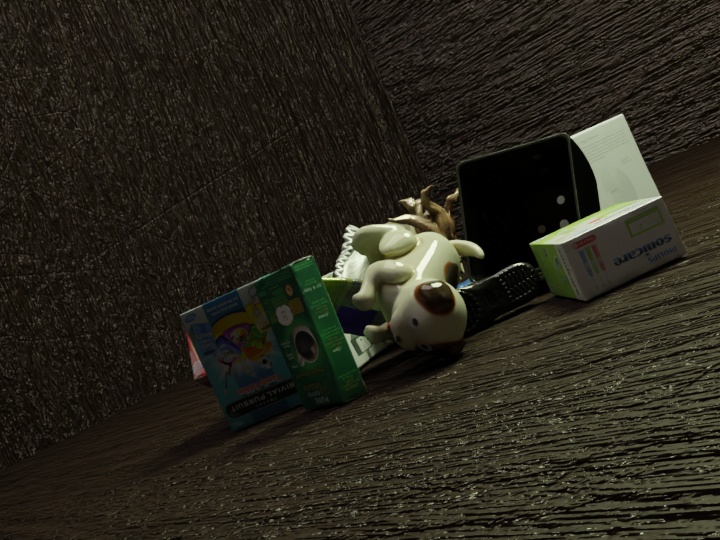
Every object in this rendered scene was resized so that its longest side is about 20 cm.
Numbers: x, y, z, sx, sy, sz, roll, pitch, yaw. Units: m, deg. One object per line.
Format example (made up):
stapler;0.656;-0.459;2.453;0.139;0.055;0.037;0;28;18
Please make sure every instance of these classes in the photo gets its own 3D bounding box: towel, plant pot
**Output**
towel;0.015;0.063;1.536;0.199;0.023;0.144;11;-35;-16
plant pot;0.293;-0.086;1.629;0.199;0.201;0.177;-13;-12;35

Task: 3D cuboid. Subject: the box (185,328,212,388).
box;-0.196;0.147;1.711;0.094;0.103;0.200;-24;-28;17

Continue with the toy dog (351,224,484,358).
toy dog;0.084;0.039;1.375;0.193;0.140;0.200;-7;31;-3

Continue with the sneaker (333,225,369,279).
sneaker;0.000;0.000;1.705;0.081;0.075;0.201;7;45;7

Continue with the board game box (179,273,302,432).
board game box;-0.168;0.128;1.561;0.150;0.201;0.047;-24;2;18

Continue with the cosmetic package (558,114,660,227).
cosmetic package;0.429;-0.156;1.877;0.199;0.201;0.123;-25;2;-37

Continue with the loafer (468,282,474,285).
loafer;0.165;0.050;1.575;0.199;0.063;0.072;-24;2;24

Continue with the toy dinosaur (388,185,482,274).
toy dinosaur;0.129;-0.061;1.635;0.086;0.136;0.200;-20;-8;31

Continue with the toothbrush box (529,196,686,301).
toothbrush box;0.328;-0.029;1.374;0.145;0.086;0.200;-25;3;-1

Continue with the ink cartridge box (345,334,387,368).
ink cartridge box;-0.063;0.139;1.685;0.145;0.084;0.200;-23;2;24

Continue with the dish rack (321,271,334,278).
dish rack;-0.054;0.097;1.876;0.043;0.172;0.200;11;27;42

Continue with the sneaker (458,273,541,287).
sneaker;0.227;-0.020;1.774;0.199;0.112;0.077;-20;8;-21

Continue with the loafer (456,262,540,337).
loafer;0.170;0.055;1.486;0.199;0.073;0.071;-22;-10;3

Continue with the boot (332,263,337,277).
boot;0.022;0.085;1.801;0.150;0.201;0.073;23;35;33

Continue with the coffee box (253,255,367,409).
coffee box;-0.071;0.090;1.404;0.044;0.201;0.123;-22;-1;-33

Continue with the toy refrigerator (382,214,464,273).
toy refrigerator;0.100;-0.027;1.741;0.076;0.070;0.200;-25;-24;22
